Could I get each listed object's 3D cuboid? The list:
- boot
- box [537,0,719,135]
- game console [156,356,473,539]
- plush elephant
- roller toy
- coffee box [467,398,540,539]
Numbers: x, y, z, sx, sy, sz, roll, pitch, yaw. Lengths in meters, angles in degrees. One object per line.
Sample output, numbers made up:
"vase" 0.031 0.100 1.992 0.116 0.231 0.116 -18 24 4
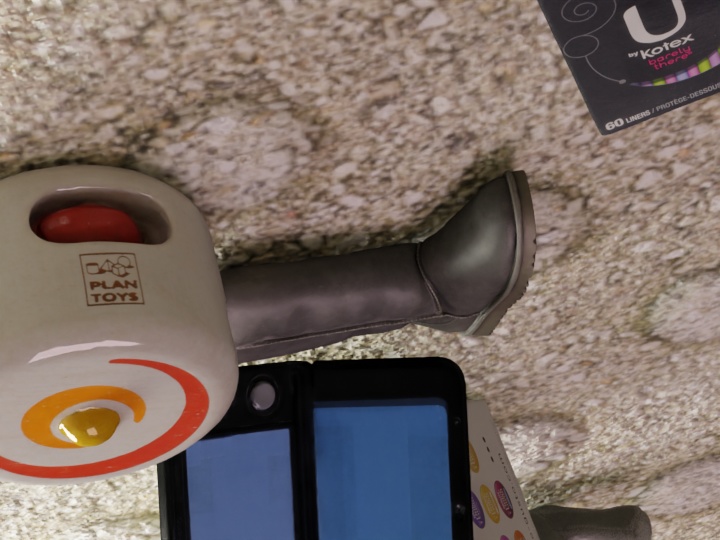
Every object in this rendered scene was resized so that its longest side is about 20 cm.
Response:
"boot" 0.000 0.001 1.242 0.200 0.073 0.182 1 146 -13
"box" 0.138 -0.174 0.967 0.122 0.106 0.200 -22 148 11
"game console" -0.029 0.160 1.265 0.176 0.200 0.116 -4 -179 -40
"plush elephant" 0.133 0.287 1.669 0.200 0.165 0.155 12 136 11
"roller toy" -0.169 0.039 1.148 0.182 0.140 0.200 -25 147 15
"coffee box" 0.011 0.226 1.417 0.200 0.200 0.198 -25 170 19
